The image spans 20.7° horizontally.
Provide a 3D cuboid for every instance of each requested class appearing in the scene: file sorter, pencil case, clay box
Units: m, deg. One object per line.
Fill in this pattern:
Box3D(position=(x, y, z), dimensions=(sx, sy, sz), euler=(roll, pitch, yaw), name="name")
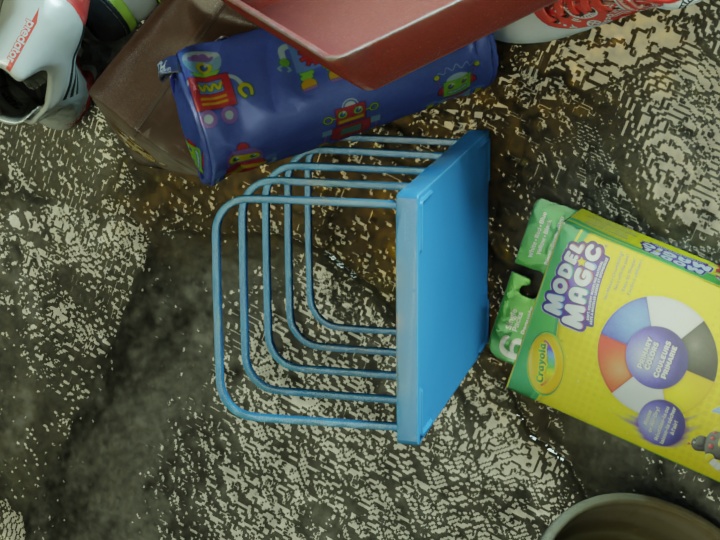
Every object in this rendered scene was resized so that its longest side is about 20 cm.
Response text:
Box3D(position=(0.000, 0.000, 1.162), dimensions=(0.121, 0.200, 0.140), euler=(4, 105, 15), name="file sorter")
Box3D(position=(-0.020, -0.118, 1.167), dimensions=(0.198, 0.078, 0.087), euler=(-19, 61, -10), name="pencil case")
Box3D(position=(0.175, 0.044, 1.189), dimensions=(0.199, 0.048, 0.116), euler=(22, 110, 16), name="clay box")

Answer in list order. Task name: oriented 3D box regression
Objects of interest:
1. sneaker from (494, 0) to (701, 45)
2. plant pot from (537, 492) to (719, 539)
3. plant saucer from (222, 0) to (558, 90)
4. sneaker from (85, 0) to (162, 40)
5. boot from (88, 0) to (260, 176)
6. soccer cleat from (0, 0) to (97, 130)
Box3D(position=(0.139, -0.173, 1.116), dimensions=(0.200, 0.108, 0.068), euler=(-13, 98, 26), name="sneaker")
Box3D(position=(0.150, 0.267, 1.193), dimensions=(0.200, 0.200, 0.174), euler=(42, 131, 9), name="plant pot")
Box3D(position=(0.036, -0.164, 1.085), dimensions=(0.198, 0.200, 0.037), euler=(-27, 117, -14), name="plant saucer")
Box3D(position=(-0.187, -0.240, 1.281), dimensions=(0.083, 0.072, 0.201), euler=(-36, 84, -4), name="sneaker")
Box3D(position=(-0.123, -0.175, 1.220), dimensions=(0.186, 0.064, 0.201), euler=(34, 93, 10), name="boot")
Box3D(position=(-0.209, -0.123, 1.248), dimensions=(0.068, 0.200, 0.086), euler=(28, 70, -2), name="soccer cleat")
